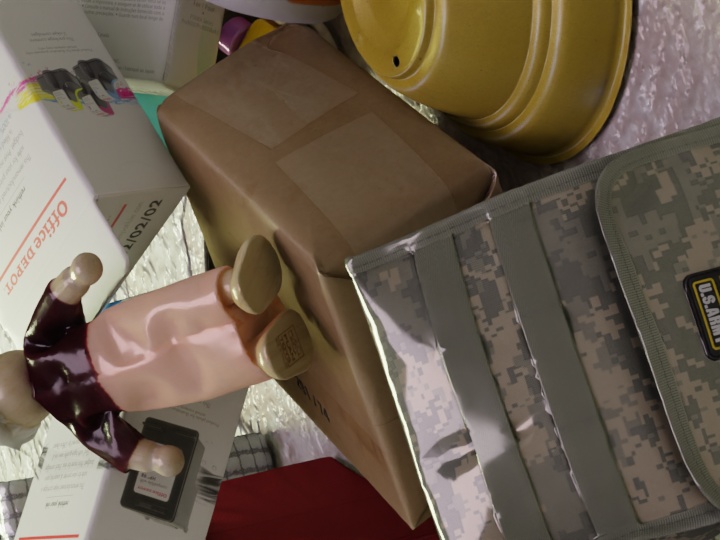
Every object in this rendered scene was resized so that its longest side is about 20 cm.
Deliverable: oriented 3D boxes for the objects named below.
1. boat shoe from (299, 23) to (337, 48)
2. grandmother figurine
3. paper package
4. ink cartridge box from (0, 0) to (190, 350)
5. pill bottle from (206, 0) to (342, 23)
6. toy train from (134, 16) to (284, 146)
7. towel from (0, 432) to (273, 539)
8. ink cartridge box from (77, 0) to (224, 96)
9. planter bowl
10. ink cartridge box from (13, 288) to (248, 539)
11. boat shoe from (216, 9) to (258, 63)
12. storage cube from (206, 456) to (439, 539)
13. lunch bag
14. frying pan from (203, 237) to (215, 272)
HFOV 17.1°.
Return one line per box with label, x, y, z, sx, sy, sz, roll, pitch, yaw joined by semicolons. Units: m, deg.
boat shoe;-0.041;-0.049;1.407;0.072;0.059;0.201;28;125;58
grandmother figurine;-0.121;0.048;1.197;0.199;0.061;0.122;-15;95;29
paper package;0.000;0.000;1.246;0.200;0.103;0.191;41;157;50
ink cartridge box;-0.166;-0.050;1.283;0.115;0.068;0.200;-51;60;38
pill bottle;-0.034;-0.237;1.232;0.112;0.112;0.201;42;120;50
toy train;-0.081;-0.131;1.370;0.200;0.056;0.151;-35;66;26
towel;-0.141;0.202;1.551;0.086;0.199;0.166;-20;81;64
ink cartridge box;-0.145;-0.204;1.359;0.161;0.050;0.201;9;86;32
planter bowl;0.044;-0.144;1.176;0.200;0.083;0.201;36;132;54
ink cartridge box;-0.128;0.119;1.287;0.116;0.067;0.201;-13;58;62
boat shoe;-0.079;-0.187;1.413;0.070;0.070;0.201;-146;50;-60
storage cube;-0.050;0.225;1.403;0.171;0.179;0.201;19;117;60
lunch bag;0.119;0.037;1.015;0.200;0.118;0.165;-22;79;19
frying pan;-0.085;0.028;1.503;0.190;0.031;0.115;88;178;-67
